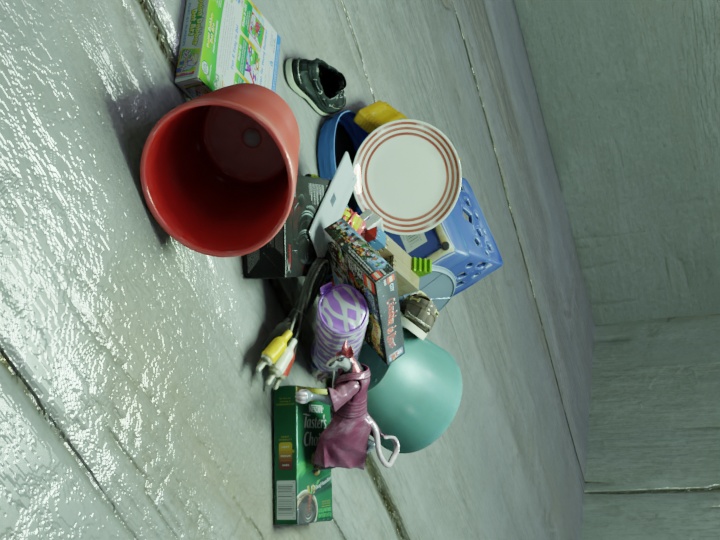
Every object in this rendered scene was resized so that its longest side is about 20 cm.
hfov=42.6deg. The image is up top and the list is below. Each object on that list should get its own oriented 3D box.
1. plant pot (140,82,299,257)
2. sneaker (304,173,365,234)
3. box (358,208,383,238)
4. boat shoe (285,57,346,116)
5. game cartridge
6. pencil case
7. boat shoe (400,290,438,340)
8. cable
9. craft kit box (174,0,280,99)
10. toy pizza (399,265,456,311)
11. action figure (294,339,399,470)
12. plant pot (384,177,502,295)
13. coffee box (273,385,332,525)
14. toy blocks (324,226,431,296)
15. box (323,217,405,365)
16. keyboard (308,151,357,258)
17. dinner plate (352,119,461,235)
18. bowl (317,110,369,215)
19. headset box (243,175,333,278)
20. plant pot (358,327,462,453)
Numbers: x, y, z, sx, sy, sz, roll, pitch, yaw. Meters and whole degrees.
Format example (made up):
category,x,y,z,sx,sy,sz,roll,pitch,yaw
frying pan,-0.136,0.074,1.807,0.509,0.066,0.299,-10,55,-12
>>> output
category,x,y,z,sx,sy,sz,roll,pitch,yaw
plant pot,-0.160,-0.146,1.180,0.178,0.196,0.204,-72,147,-62
sneaker,-0.037,-0.087,1.559,0.201,0.089,0.079,60,35,-39
box,0.023,-0.019,1.669,0.041,0.038,0.202,-37,141,-25
boat shoe,-0.058,-0.324,1.603,0.199,0.065,0.076,28,58,-63
game cartridge,0.091,-0.245,1.734,0.199,0.033,0.176,39,23,1
pencil case,-0.035,0.093,1.423,0.086,0.083,0.201,58,-20,18
boat shoe,0.100,0.070,1.579,0.060,0.071,0.200,-55,180,4
cable,-0.088,0.082,1.360,0.202,0.050,0.098,-56,152,-16
craft kit box,-0.185,-0.306,1.330,0.198,0.047,0.204,47,42,-58
toy pizza,0.079,0.044,1.679,0.200,0.197,0.032,45,22,-55
action figure,-0.014,0.201,1.350,0.134,0.146,0.204,-57,155,-63
plant pot,0.130,-0.059,1.770,0.179,0.198,0.203,9,54,-60
coffee box,-0.086,0.278,1.399,0.123,0.043,0.205,24,62,-64
toy blocks,0.000,0.000,1.529,0.136,0.197,0.102,38,44,-39
box,0.008,0.034,1.410,0.137,0.037,0.202,46,-22,36
keyboard,-0.042,-0.104,1.445,0.202,0.010,0.057,-69,144,-43
dinner plate,0.082,-0.166,1.640,0.024,0.195,0.205,-69,148,-79
bowl,-0.022,-0.188,1.684,0.200,0.039,0.206,-7,90,-68
headset box,-0.101,-0.066,1.409,0.199,0.076,0.153,-2,92,-66
plant pot,0.049,0.186,1.573,0.160,0.198,0.204,38,48,-40
